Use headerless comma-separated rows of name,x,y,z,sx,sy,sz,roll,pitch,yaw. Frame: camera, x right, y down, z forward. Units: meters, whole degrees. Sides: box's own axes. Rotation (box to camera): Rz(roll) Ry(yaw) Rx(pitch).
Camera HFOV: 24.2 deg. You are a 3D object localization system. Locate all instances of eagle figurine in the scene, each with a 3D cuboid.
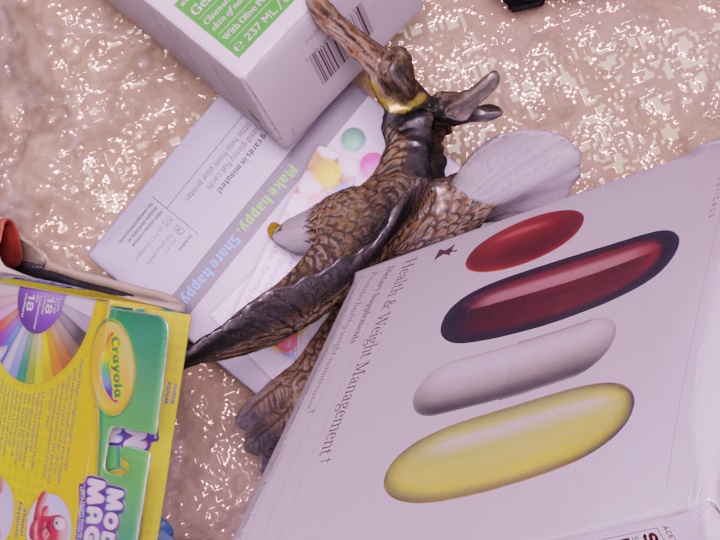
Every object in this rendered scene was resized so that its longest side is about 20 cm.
eagle figurine,-0.003,0.001,0.776,0.152,0.151,0.200,24,73,-8

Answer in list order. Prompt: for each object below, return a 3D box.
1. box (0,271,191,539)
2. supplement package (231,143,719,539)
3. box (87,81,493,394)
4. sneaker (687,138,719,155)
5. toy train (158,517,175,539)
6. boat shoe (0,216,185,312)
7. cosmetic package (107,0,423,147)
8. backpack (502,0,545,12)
box,-0.141,0.063,0.719,0.200,0.048,0.117,8,89,48
supplement package,0.086,0.082,0.613,0.200,0.191,0.147,-20,120,34
box,-0.013,-0.003,0.857,0.200,0.041,0.156,39,86,7
sneaker,0.130,0.021,0.731,0.200,0.075,0.115,-30,40,-6
toy train,-0.101,0.169,0.764,0.200,0.114,0.087,12,52,36
boat shoe,-0.179,0.005,0.837,0.200,0.071,0.063,26,107,15
cosmetic package,-0.079,-0.167,0.837,0.200,0.085,0.108,39,83,23
backpack,0.128,-0.254,0.830,0.183,0.147,0.200,-9,79,0
